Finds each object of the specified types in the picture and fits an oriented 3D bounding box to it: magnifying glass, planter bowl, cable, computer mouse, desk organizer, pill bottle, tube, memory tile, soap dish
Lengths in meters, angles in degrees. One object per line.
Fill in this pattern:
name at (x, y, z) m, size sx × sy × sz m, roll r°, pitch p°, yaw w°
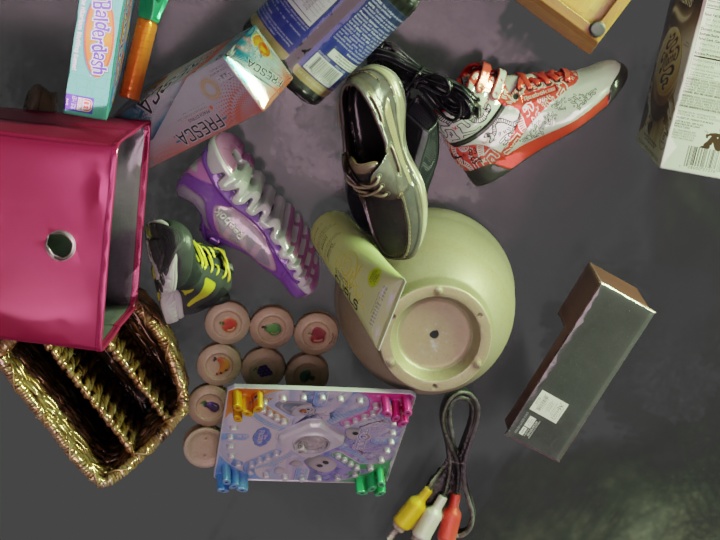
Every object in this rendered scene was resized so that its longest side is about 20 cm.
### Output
magnifying glass at (-0.205, -0.268, 1.598) m, size 0.022 × 0.080 × 0.201 m, roll 16°, pitch 92°, yaw 13°
planter bowl at (0.075, 0.049, 1.714) m, size 0.198 × 0.135 × 0.202 m, roll -1°, pitch 109°, yaw -4°
cable at (0.106, 0.234, 1.824) m, size 0.096 × 0.050 × 0.201 m, roll 18°, pitch 108°, yaw -10°
computer mouse at (0.048, -0.127, 1.677) m, size 0.138 × 0.053 × 0.201 m, roll 31°, pitch 120°, yaw 23°
desk organizer at (0.234, 0.099, 1.770) m, size 0.071 × 0.077 × 0.201 m, roll 27°, pitch 106°, yaw -12°
pill bottle at (-0.013, -0.271, 1.609) m, size 0.200 × 0.112 × 0.112 m, roll -43°, pitch 106°, yaw 11°
tube at (0.000, 0.000, 1.645) m, size 0.052 × 0.200 × 0.058 m, roll -26°, pitch 123°, yaw -6°
memory tile at (-0.112, 0.132, 1.787) m, size 0.152 × 0.017 × 0.201 m, roll 8°, pitch 109°, yaw -11°
soap dish at (0.233, -0.337, 1.617) m, size 0.157 × 0.081 × 0.200 m, roll 33°, pitch 105°, yaw -14°

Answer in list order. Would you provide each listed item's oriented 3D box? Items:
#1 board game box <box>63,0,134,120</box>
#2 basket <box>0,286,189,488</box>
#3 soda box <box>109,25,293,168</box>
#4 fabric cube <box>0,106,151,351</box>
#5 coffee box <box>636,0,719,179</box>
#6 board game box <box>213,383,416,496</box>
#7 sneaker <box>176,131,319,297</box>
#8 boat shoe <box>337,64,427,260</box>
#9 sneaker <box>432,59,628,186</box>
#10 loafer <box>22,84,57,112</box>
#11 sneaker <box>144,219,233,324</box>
board game box at (-0.246, -0.245, 1.558) m, size 0.045 × 0.200 × 0.153 m, roll 10°, pitch 109°, yaw -7°
basket at (-0.270, 0.100, 1.705) m, size 0.142 × 0.149 × 0.201 m, roll -32°, pitch 107°, yaw 8°
soda box at (-0.162, -0.170, 1.606) m, size 0.199 × 0.064 × 0.069 m, roll -21°, pitch 114°, yaw 44°
fabric cube at (-0.317, -0.049, 1.536) m, size 0.198 × 0.200 × 0.198 m, roll 7°, pitch 101°, yaw 0°
coffee box at (0.353, -0.208, 1.652) m, size 0.079 × 0.113 × 0.201 m, roll 9°, pitch 108°, yaw -7°
board game box at (-0.053, 0.188, 1.745) m, size 0.198 × 0.026 × 0.201 m, roll 3°, pitch 144°, yaw -9°
sneaker at (-0.121, -0.048, 1.704) m, size 0.088 × 0.081 × 0.201 m, roll -29°, pitch 112°, yaw 21°
boat shoe at (0.012, -0.104, 1.629) m, size 0.074 × 0.073 × 0.202 m, roll -7°, pitch 100°, yaw 37°
sneaker at (0.171, -0.184, 1.674) m, size 0.201 × 0.067 × 0.108 m, roll -34°, pitch 110°, yaw 11°
loafer at (-0.312, -0.095, 1.676) m, size 0.067 × 0.076 × 0.202 m, roll -7°, pitch 106°, yaw -14°
sneaker at (-0.174, -0.008, 1.664) m, size 0.084 × 0.200 × 0.075 m, roll -14°, pitch 74°, yaw -10°
